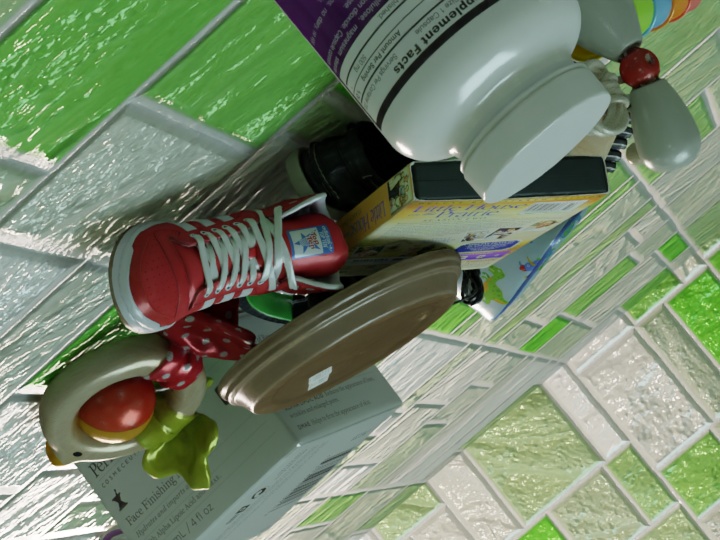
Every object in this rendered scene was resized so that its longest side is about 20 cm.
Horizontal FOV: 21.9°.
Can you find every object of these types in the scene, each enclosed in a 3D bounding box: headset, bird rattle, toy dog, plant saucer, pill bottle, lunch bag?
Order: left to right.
[{"bbox_3d":[-0.158,0.093,1.389,0.162,0.113,0.200,-15,155,-24],"label":"bird rattle"},{"bbox_3d":[-0.009,0.048,1.327,0.199,0.030,0.200,-29,169,-6],"label":"plant saucer"},{"bbox_3d":[0.000,0.000,1.454,0.199,0.095,0.124,6,155,-13],"label":"headset"},{"bbox_3d":[0.027,-0.132,0.884,0.112,0.200,0.113,-37,168,-9],"label":"pill bottle"},{"bbox_3d":[0.150,-0.059,1.661,0.200,0.082,0.161,-55,180,-41],"label":"lunch bag"},{"bbox_3d":[0.147,-0.153,1.252,0.131,0.201,0.096,5,157,-36],"label":"toy dog"}]

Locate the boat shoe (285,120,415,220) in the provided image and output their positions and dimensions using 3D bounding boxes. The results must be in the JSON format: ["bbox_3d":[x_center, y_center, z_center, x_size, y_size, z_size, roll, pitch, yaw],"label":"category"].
[{"bbox_3d":[0.020,-0.076,1.354,0.066,0.075,0.199,-32,162,24],"label":"boat shoe"}]

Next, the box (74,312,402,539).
[{"bbox_3d":[-0.103,0.141,1.617,0.199,0.131,0.200,-45,166,25],"label":"box"}]

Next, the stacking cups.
[{"bbox_3d":[0.226,-0.211,1.497,0.200,0.061,0.061,-22,159,-52],"label":"stacking cups"}]

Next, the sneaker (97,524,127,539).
[{"bbox_3d":[-0.271,0.319,1.921,0.199,0.075,0.100,-26,171,-18],"label":"sneaker"}]

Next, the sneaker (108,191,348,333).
[{"bbox_3d":[-0.079,-0.007,1.217,0.112,0.072,0.200,-8,-173,22],"label":"sneaker"}]

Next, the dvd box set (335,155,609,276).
[{"bbox_3d":[0.063,-0.035,1.293,0.145,0.030,0.200,-4,167,-21],"label":"dvd box set"}]

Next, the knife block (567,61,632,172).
[{"bbox_3d":[0.116,-0.126,1.356,0.176,0.199,0.064,-115,-133,-66],"label":"knife block"}]

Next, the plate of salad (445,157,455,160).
[{"bbox_3d":[0.075,-0.064,1.545,0.200,0.048,0.200,-40,180,0],"label":"plate of salad"}]
